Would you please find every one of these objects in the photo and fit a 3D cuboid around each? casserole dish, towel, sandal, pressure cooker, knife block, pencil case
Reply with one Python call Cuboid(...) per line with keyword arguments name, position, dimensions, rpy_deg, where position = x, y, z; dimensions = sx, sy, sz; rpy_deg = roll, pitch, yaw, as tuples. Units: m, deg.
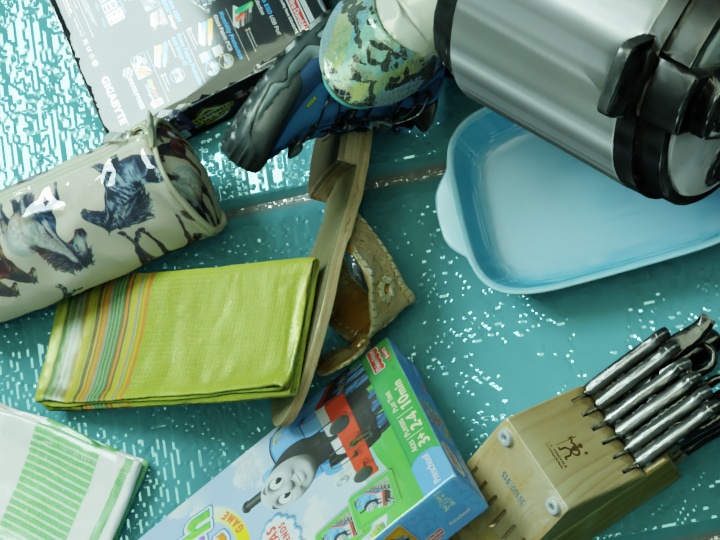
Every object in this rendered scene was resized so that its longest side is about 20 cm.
Cuboid(name="casserole dish", position=(0.144, -0.053, 1.417), dimensions=(0.200, 0.039, 0.121), rpy_deg=(-15, 74, 10))
Cuboid(name="towel", position=(-0.245, 0.149, 1.480), dimensions=(0.200, 0.023, 0.153), rpy_deg=(19, 84, 17))
Cuboid(name="sandal", position=(0.002, -0.002, 1.428), dimensions=(0.070, 0.078, 0.212), rpy_deg=(16, 66, -17))
Cuboid(name="pressure cooker", position=(0.164, -0.134, 1.317), dimensions=(0.200, 0.179, 0.176), rpy_deg=(33, 73, 26))
Cuboid(name="knife block", position=(0.140, 0.108, 1.380), dimensions=(0.064, 0.176, 0.200), rpy_deg=(57, 140, 19))
Cuboid(name="towel", position=(-0.111, 0.038, 1.428), dimensions=(0.200, 0.018, 0.086), rpy_deg=(-5, 68, 38))
Cuboid(name="pencil case", position=(-0.186, -0.028, 1.461), dimensions=(0.200, 0.078, 0.089), rpy_deg=(-22, 115, 16))

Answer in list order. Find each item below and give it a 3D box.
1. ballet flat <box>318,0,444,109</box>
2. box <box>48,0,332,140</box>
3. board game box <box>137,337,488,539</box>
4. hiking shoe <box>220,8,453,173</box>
Cuboid(name="ballet flat", position=(0.047, -0.164, 1.377), dimensions=(0.074, 0.074, 0.200), rpy_deg=(25, 45, 18))
Cuboid(name="box", position=(-0.117, -0.190, 1.509), dimensions=(0.159, 0.046, 0.200), rpy_deg=(-27, 73, 7))
Cuboid(name="board game box", position=(-0.034, 0.146, 1.368), dimensions=(0.200, 0.037, 0.151), rpy_deg=(-40, 31, 8))
Cuboid(name="hiking shoe", position=(0.005, -0.111, 1.402), dimensions=(0.087, 0.074, 0.200), rpy_deg=(46, 59, 3))
